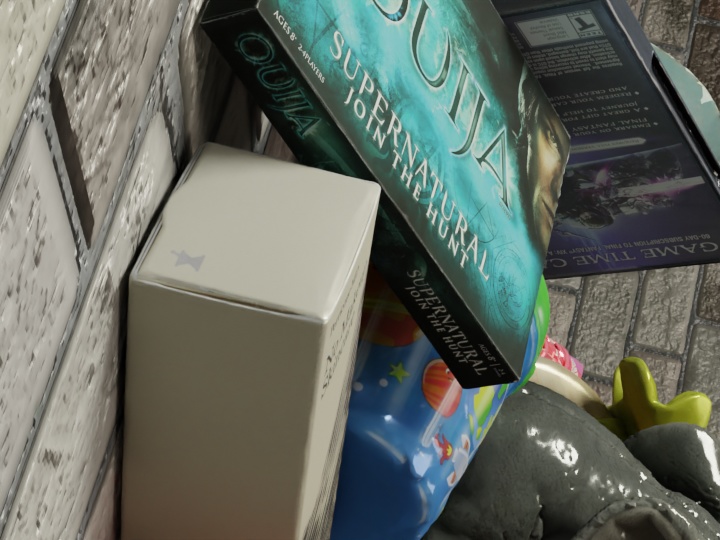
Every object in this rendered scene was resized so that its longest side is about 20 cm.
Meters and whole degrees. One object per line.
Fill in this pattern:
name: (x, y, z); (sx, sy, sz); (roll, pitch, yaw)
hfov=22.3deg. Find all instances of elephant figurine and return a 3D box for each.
elephant figurine: (0.132, 0.136, 0.887); (0.155, 0.200, 0.142); (85, 21, -59)

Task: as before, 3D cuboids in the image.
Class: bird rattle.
bird rattle: (0.093, 0.126, 1.007); (0.200, 0.163, 0.113); (-55, -175, -8)

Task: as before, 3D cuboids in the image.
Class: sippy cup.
sippy cup: (0.002, 0.048, 0.782); (0.178, 0.140, 0.130); (50, 40, -24)

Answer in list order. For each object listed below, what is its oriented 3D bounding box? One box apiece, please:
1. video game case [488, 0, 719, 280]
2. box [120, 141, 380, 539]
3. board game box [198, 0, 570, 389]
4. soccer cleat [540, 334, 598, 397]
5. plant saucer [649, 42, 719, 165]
video game case: (0.082, -0.057, 0.829); (0.200, 0.143, 0.019); (47, 46, -46)
box: (-0.043, 0.059, 0.661); (0.082, 0.068, 0.200); (-69, 171, -47)
board game box: (0.019, -0.069, 0.689); (0.200, 0.028, 0.135); (53, 39, -38)
soccer cleat: (0.097, 0.053, 1.105); (0.200, 0.076, 0.067); (59, 33, -64)
plant saucer: (0.075, -0.059, 0.891); (0.201, 0.201, 0.039); (92, 11, -62)
